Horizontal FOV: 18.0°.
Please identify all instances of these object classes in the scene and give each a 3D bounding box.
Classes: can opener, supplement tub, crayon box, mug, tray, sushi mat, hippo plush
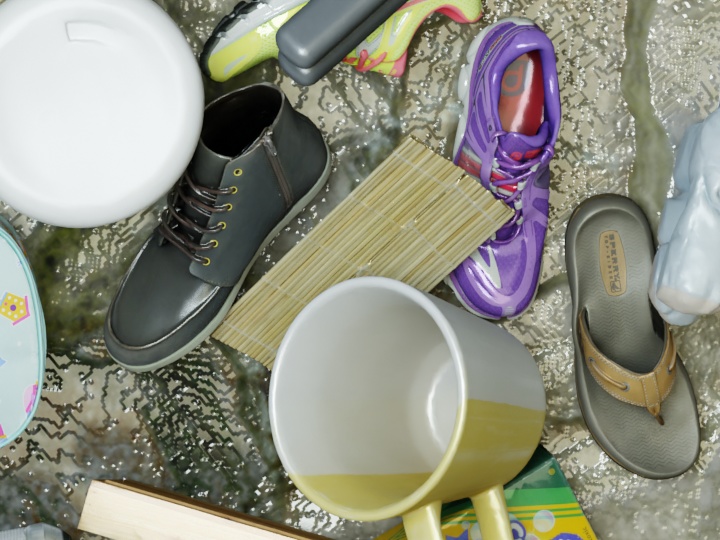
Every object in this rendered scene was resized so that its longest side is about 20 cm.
[{"bbox_3d":[0.015,-0.204,1.415,0.200,0.053,0.067,-43,75,-12],"label":"can opener"},{"bbox_3d":[-0.173,-0.107,1.381,0.143,0.200,0.145,-1,98,-9],"label":"supplement tub"},{"bbox_3d":[0.070,0.224,1.543,0.199,0.052,0.126,-30,101,-3],"label":"crayon box"},{"bbox_3d":[0.040,0.104,1.461,0.149,0.153,0.188,12,91,34],"label":"mug"},{"bbox_3d":[-0.074,0.176,1.461,0.199,0.099,0.037,15,86,6],"label":"tray"},{"bbox_3d":[0.000,0.000,1.474,0.096,0.012,0.200,36,113,-26],"label":"sushi mat"},{"bbox_3d":[0.286,-0.043,1.474,0.160,0.159,0.201,15,104,1],"label":"hippo plush"}]

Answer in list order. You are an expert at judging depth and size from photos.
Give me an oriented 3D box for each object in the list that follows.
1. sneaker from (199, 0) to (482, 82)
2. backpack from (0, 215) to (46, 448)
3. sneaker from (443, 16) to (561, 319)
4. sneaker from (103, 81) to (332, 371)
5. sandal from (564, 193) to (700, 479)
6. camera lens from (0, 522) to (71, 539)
[{"bbox_3d":[-0.007,-0.158,1.464,0.199,0.078,0.091,-25,103,-5],"label":"sneaker"},{"bbox_3d":[-0.292,0.041,1.412,0.199,0.153,0.177,-9,94,-14],"label":"backpack"},{"bbox_3d":[0.093,-0.065,1.489,0.080,0.083,0.201,1,99,-9],"label":"sneaker"},{"bbox_3d":[-0.107,-0.032,1.442,0.075,0.106,0.200,35,83,24],"label":"sneaker"},{"bbox_3d":[0.186,0.048,1.534,0.081,0.055,0.201,-10,99,-7],"label":"sandal"},{"bbox_3d":[-0.262,0.253,1.438,0.199,0.160,0.161,-10,99,-7],"label":"camera lens"}]
